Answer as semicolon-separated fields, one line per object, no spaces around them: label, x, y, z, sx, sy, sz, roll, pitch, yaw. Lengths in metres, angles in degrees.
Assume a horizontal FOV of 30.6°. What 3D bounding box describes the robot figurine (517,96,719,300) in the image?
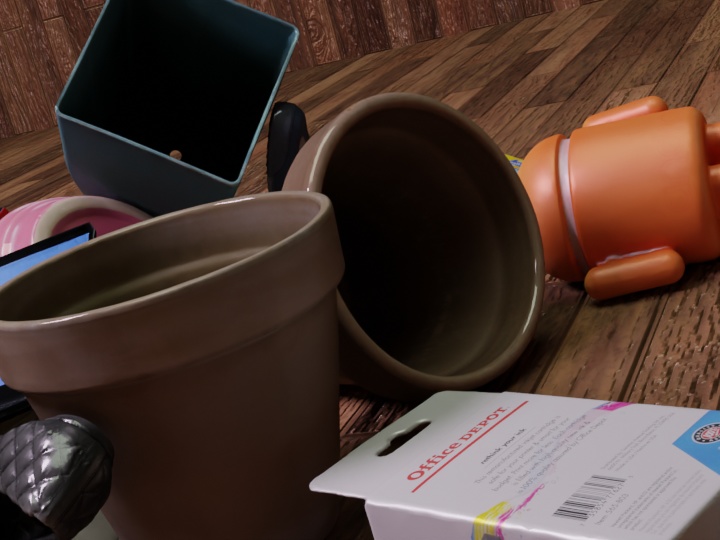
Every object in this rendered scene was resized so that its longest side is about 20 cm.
robot figurine;0.202;-0.057;0.991;0.197;0.146;0.116;-10;-1;20

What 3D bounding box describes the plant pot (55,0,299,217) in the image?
plant pot;-0.149;-0.109;1.039;0.140;0.143;0.200;21;-25;-3

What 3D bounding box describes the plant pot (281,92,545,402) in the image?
plant pot;0.000;0.000;0.907;0.199;0.202;0.174;-28;3;-39

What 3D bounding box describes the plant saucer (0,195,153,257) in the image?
plant saucer;-0.186;0.016;0.987;0.051;0.200;0.200;-49;-5;32

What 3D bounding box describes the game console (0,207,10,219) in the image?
game console;-0.352;0.043;1.123;0.202;0.031;0.177;-61;19;0

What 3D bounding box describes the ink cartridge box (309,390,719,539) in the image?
ink cartridge box;0.085;0.113;0.598;0.198;0.069;0.115;1;22;45

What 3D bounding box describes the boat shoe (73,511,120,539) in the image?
boat shoe;-0.170;0.134;0.803;0.061;0.071;0.202;-56;13;25

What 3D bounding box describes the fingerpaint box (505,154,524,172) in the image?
fingerpaint box;0.074;-0.042;1.149;0.165;0.074;0.200;-19;15;-10

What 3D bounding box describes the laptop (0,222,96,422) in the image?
laptop;-0.272;0.055;0.829;0.175;0.105;0.200;-19;1;24

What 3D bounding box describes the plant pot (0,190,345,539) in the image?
plant pot;-0.088;0.069;0.724;0.197;0.176;0.200;-15;16;4

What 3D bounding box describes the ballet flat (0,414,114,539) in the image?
ballet flat;-0.194;0.125;0.672;0.199;0.067;0.057;-33;15;43

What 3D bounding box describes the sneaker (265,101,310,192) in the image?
sneaker;-0.025;-0.042;1.025;0.081;0.202;0.071;-1;37;10
